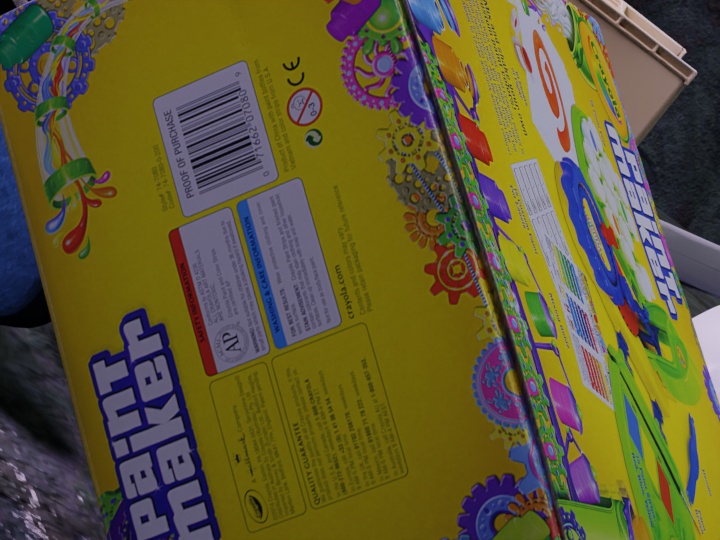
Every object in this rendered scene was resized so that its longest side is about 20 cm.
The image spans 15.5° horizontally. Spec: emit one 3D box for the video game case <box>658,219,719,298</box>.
[{"bbox_3d":[0.038,-0.043,1.105,0.182,0.022,0.200,22,0,-26],"label":"video game case"}]

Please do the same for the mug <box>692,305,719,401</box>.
[{"bbox_3d":[0.216,0.099,1.193,0.147,0.200,0.175,3,35,-29],"label":"mug"}]

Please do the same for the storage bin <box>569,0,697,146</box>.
[{"bbox_3d":[0.063,-0.105,1.595,0.198,0.200,0.094,37,11,-10],"label":"storage bin"}]

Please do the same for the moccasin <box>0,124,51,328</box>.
[{"bbox_3d":[-0.142,-0.048,0.879,0.200,0.080,0.068,46,7,35],"label":"moccasin"}]

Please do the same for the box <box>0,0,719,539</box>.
[{"bbox_3d":[0.013,0.019,0.748,0.193,0.122,0.200,20,52,-64],"label":"box"}]

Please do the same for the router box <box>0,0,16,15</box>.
[{"bbox_3d":[-0.199,-0.178,1.081,0.200,0.149,0.051,35,10,-22],"label":"router box"}]

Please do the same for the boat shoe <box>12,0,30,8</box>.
[{"bbox_3d":[-0.090,-0.116,1.036,0.067,0.057,0.200,62,10,9],"label":"boat shoe"}]
